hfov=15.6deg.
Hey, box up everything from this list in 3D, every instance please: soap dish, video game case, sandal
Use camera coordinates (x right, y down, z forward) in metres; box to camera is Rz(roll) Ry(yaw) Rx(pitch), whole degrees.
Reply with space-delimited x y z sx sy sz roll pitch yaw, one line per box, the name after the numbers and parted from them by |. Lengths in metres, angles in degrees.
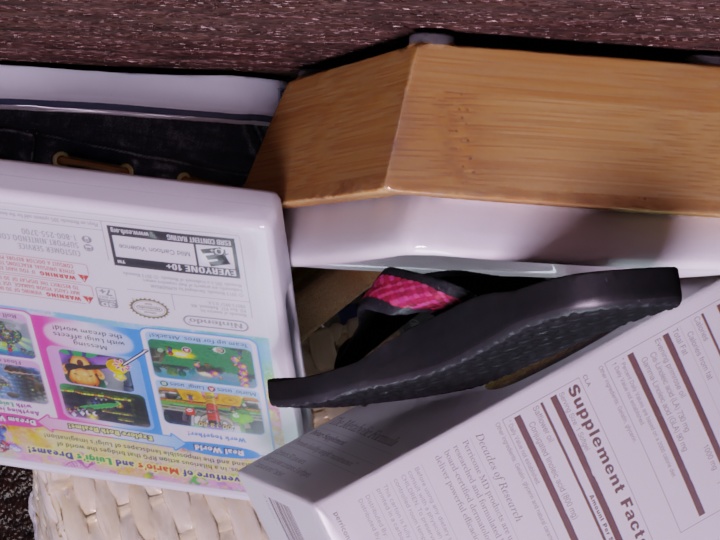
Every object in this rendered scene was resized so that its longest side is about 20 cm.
0.053 -0.039 1.005 0.157 0.082 0.200 3 179 -18 | soap dish
-0.121 0.024 1.078 0.199 0.024 0.182 7 140 12 | video game case
0.038 0.015 0.946 0.075 0.045 0.200 -5 168 -39 | sandal

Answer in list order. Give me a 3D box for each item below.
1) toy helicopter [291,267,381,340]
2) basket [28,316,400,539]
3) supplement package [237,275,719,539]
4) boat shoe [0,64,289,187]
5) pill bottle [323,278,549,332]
0.000 0.000 1.167 0.132 0.079 0.200 -2 -152 44 | toy helicopter
-0.048 0.151 1.246 0.197 0.201 0.161 -14 159 -8 | basket
0.073 0.086 1.037 0.200 0.110 0.114 -28 -169 -15 | supplement package
-0.128 -0.039 1.113 0.199 0.091 0.071 2 179 5 | boat shoe
0.084 -0.014 1.326 0.199 0.114 0.114 2 179 18 | pill bottle
